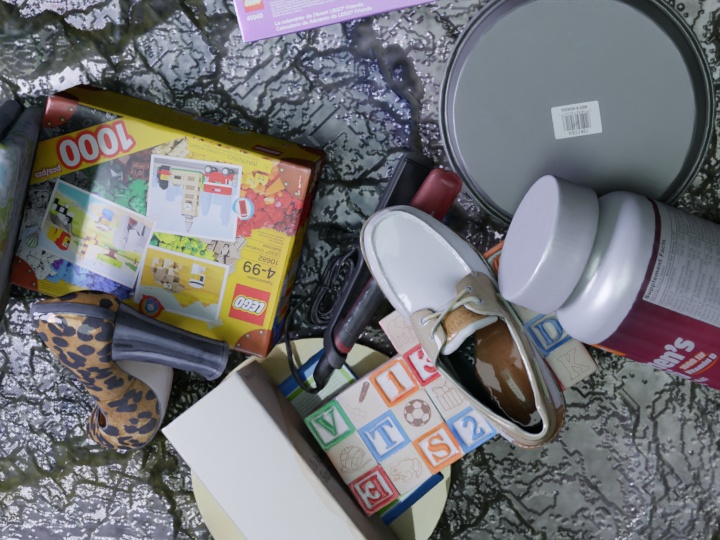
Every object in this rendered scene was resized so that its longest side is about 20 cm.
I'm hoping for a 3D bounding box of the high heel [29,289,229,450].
[{"bbox_3d":[-0.202,0.072,1.243,0.143,0.071,0.200,19,147,-26],"label":"high heel"}]

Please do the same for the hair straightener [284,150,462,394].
[{"bbox_3d":[0.000,0.000,1.257,0.077,0.041,0.200,39,106,45],"label":"hair straightener"}]

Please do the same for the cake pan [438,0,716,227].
[{"bbox_3d":[0.153,-0.113,1.211,0.200,0.037,0.200,2,103,8],"label":"cake pan"}]

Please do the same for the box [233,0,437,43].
[{"bbox_3d":[0.024,-0.200,1.161,0.200,0.137,0.039,-11,100,12],"label":"box"}]

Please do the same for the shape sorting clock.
[{"bbox_3d":[-0.030,0.150,1.298,0.200,0.039,0.200,0,93,6],"label":"shape sorting clock"}]

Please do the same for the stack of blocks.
[{"bbox_3d":[0.058,0.075,1.236,0.200,0.059,0.115,-34,89,6],"label":"stack of blocks"}]

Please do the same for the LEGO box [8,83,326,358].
[{"bbox_3d":[-0.141,-0.039,1.254,0.200,0.077,0.149,16,104,5],"label":"LEGO box"}]

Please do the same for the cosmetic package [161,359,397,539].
[{"bbox_3d":[-0.049,0.167,1.230,0.073,0.104,0.200,-37,90,5],"label":"cosmetic package"}]

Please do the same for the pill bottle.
[{"bbox_3d":[0.203,0.010,1.168,0.200,0.110,0.110,19,106,-14],"label":"pill bottle"}]

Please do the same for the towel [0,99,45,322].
[{"bbox_3d":[-0.271,-0.029,1.217,0.048,0.200,0.171,12,103,-8],"label":"towel"}]

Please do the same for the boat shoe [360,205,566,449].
[{"bbox_3d":[0.074,0.035,1.169,0.075,0.068,0.200,-41,88,5],"label":"boat shoe"}]
